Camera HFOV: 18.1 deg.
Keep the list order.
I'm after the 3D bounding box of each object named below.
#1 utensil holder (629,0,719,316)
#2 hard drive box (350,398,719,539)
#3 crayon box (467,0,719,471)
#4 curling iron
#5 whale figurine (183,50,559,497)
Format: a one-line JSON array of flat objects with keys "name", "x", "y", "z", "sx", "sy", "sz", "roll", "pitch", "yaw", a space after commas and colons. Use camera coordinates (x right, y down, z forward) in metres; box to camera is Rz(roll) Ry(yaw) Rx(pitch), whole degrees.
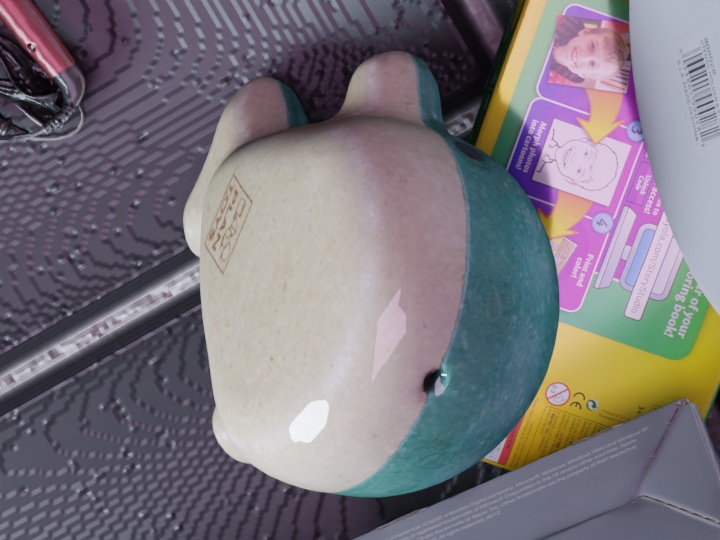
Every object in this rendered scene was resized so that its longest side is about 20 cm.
[{"name": "utensil holder", "x": 0.203, "y": -0.069, "z": 0.685, "sx": 0.199, "sy": 0.170, "sz": 0.171, "roll": -11, "pitch": 104, "yaw": -15}, {"name": "hard drive box", "x": 0.094, "y": 0.166, "z": 0.848, "sx": 0.156, "sy": 0.077, "sz": 0.200, "roll": -24, "pitch": 125, "yaw": 10}, {"name": "crayon box", "x": 0.092, "y": -0.019, "z": 0.847, "sx": 0.118, "sy": 0.058, "sz": 0.201, "roll": 19, "pitch": 104, "yaw": -2}, {"name": "curling iron", "x": -0.168, "y": -0.132, "z": 0.851, "sx": 0.049, "sy": 0.026, "sz": 0.200, "roll": -30, "pitch": 100, "yaw": 7}, {"name": "whale figurine", "x": 0.000, "y": 0.000, "z": 0.802, "sx": 0.104, "sy": 0.200, "sz": 0.159, "roll": 15, "pitch": 105, "yaw": -27}]
